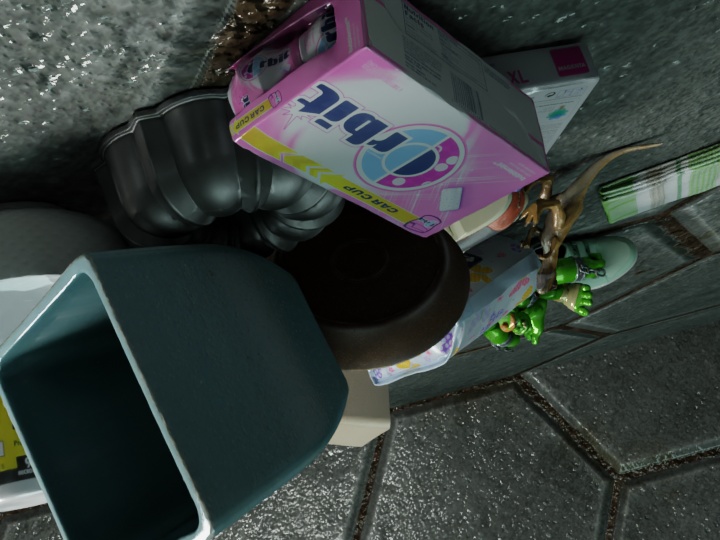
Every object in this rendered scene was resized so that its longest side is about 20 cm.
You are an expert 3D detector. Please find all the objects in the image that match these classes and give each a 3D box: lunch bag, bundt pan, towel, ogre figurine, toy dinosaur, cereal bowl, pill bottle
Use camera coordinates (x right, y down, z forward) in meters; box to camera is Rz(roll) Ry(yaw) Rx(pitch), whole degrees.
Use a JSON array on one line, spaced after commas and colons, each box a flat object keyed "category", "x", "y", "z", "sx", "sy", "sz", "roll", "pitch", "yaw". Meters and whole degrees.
[{"category": "lunch bag", "x": 0.097, "y": 0.034, "z": 0.960, "sx": 0.169, "sy": 0.128, "sz": 0.200, "roll": -32, "pitch": -175, "yaw": -36}, {"category": "bundt pan", "x": -0.098, "y": -0.059, "z": 0.626, "sx": 0.201, "sy": 0.076, "sz": 0.202, "roll": -14, "pitch": 163, "yaw": -4}, {"category": "towel", "x": 0.399, "y": -0.106, "z": 1.005, "sx": 0.199, "sy": 0.031, "sz": 0.149, "roll": -20, "pitch": 163, "yaw": 17}, {"category": "ogre figurine", "x": 0.212, "y": 0.040, "z": 1.063, "sx": 0.119, "sy": 0.099, "sz": 0.200, "roll": 9, "pitch": 160, "yaw": -30}, {"category": "toy dinosaur", "x": 0.223, "y": -0.074, "z": 0.883, "sx": 0.106, "sy": 0.060, "sz": 0.201, "roll": 14, "pitch": 112, "yaw": -31}, {"category": "cereal bowl", "x": -0.273, "y": 0.002, "z": 0.653, "sx": 0.199, "sy": 0.084, "sz": 0.200, "roll": -15, "pitch": 164, "yaw": -4}, {"category": "pill bottle", "x": -0.334, "y": 0.126, "z": 0.801, "sx": 0.114, "sy": 0.201, "sz": 0.114, "roll": -14, "pitch": 165, "yaw": -4}]

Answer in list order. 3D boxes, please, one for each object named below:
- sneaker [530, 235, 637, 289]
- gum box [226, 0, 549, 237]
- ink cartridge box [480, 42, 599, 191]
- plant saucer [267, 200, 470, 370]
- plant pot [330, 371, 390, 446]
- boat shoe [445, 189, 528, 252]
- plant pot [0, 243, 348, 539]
[{"category": "sneaker", "x": 0.307, "y": -0.011, "z": 1.151, "sx": 0.199, "sy": 0.074, "sz": 0.118, "roll": -12, "pitch": 170, "yaw": -1}, {"category": "gum box", "x": 0.020, "y": -0.101, "z": 0.534, "sx": 0.113, "sy": 0.066, "sz": 0.200, "roll": -27, "pitch": 146, "yaw": 35}, {"category": "ink cartridge box", "x": 0.107, "y": -0.114, "z": 0.689, "sx": 0.119, "sy": 0.042, "sz": 0.200, "roll": -11, "pitch": 161, "yaw": -10}, {"category": "plant saucer", "x": 0.000, "y": 0.000, "z": 0.742, "sx": 0.199, "sy": 0.201, "sz": 0.035, "roll": -13, "pitch": 139, "yaw": -6}, {"category": "plant pot", "x": -0.072, "y": 0.131, "z": 1.109, "sx": 0.176, "sy": 0.201, "sz": 0.200, "roll": 0, "pitch": 161, "yaw": -12}, {"category": "boat shoe", "x": 0.084, "y": -0.041, "z": 0.872, "sx": 0.199, "sy": 0.072, "sz": 0.062, "roll": -29, "pitch": 163, "yaw": 27}, {"category": "plant pot", "x": -0.126, "y": 0.094, "z": 0.631, "sx": 0.200, "sy": 0.197, "sz": 0.196, "roll": -17, "pitch": 166, "yaw": -48}]
